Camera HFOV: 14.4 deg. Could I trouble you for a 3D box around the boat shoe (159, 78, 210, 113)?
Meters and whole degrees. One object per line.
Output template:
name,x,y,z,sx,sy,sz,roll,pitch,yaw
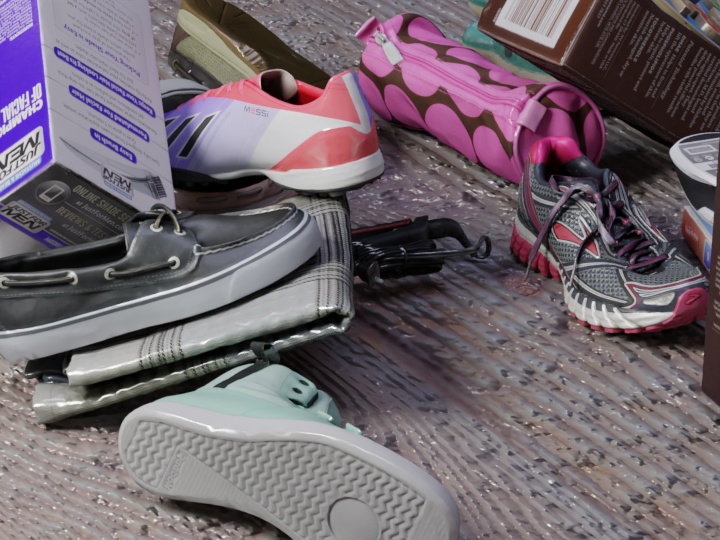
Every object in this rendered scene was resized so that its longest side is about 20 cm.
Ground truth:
boat shoe,-0.149,-0.065,1.883,0.063,0.071,0.200,17,36,33

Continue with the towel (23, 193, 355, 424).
towel,-0.100,0.012,1.671,0.199,0.035,0.193,-18,24,7

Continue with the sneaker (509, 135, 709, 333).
sneaker,0.152,-0.019,1.785,0.080,0.075,0.200,-11,28,-26

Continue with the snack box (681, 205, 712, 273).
snack box,0.266,0.005,1.802,0.071,0.024,0.200,-4,25,-10

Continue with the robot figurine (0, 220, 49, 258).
robot figurine,-0.275,-0.039,1.735,0.199,0.125,0.151,-2,33,-7

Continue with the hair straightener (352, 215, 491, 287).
hair straightener,0.000,0.000,1.789,0.199,0.041,0.077,-6,25,-27

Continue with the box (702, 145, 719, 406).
box,0.258,-0.015,1.611,0.100,0.201,0.075,-8,23,-22

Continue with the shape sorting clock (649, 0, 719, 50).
shape sorting clock,0.213,-0.221,2.063,0.200,0.039,0.200,43,19,-18

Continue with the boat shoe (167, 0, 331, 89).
boat shoe,-0.064,-0.119,2.009,0.073,0.065,0.200,-6,41,-43

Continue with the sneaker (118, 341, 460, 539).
sneaker,-0.016,0.094,1.523,0.199,0.074,0.118,16,25,27

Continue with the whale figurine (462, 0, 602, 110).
whale figurine,0.150,-0.194,2.138,0.158,0.104,0.200,-7,28,-18

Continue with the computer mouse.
computer mouse,0.265,-0.030,1.799,0.109,0.044,0.200,-9,30,-24

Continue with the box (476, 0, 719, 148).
box,0.187,-0.143,1.949,0.200,0.075,0.100,30,0,-40

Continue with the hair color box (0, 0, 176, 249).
hair color box,-0.174,-0.104,1.703,0.109,0.065,0.201,33,35,-42

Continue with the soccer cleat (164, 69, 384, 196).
soccer cleat,-0.069,-0.092,1.760,0.199,0.074,0.068,7,22,41

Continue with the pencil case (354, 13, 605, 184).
pencil case,0.079,-0.118,1.980,0.091,0.094,0.200,-47,41,-14

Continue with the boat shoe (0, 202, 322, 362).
boat shoe,-0.121,-0.004,1.619,0.199,0.057,0.069,-19,21,-1

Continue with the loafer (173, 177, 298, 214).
loafer,-0.085,-0.056,1.863,0.071,0.063,0.200,9,25,17
